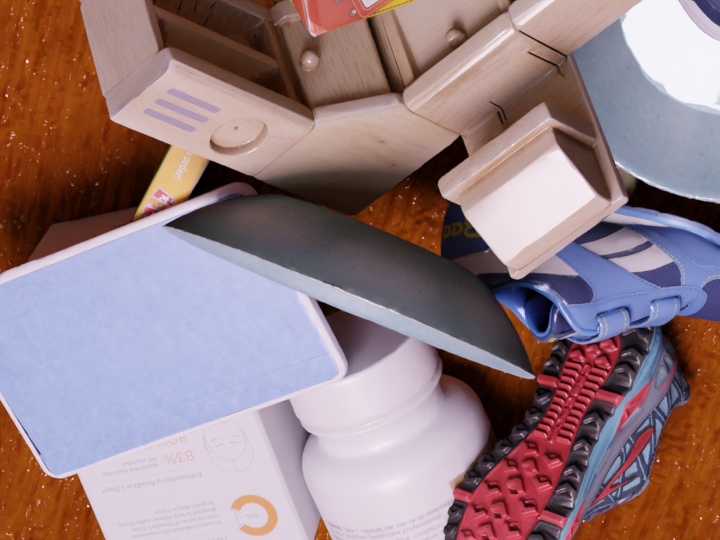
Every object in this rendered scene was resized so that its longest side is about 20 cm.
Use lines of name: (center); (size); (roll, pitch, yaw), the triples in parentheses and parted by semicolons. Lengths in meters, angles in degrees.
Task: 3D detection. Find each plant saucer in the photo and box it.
plant saucer: (0.000, 0.000, 1.124); (0.200, 0.201, 0.039); (21, 87, 0)
plant saucer: (0.195, -0.136, 1.175); (0.200, 0.039, 0.202); (4, 114, 8)

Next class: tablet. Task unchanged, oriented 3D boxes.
tablet: (-0.119, 0.036, 1.256); (0.199, 0.014, 0.131); (-20, 113, 19)

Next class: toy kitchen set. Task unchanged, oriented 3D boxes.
toy kitchen set: (0.015, -0.096, 1.041); (0.200, 0.164, 0.180); (-36, 145, 28)

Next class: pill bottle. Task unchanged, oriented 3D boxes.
pill bottle: (0.030, 0.124, 1.329); (0.114, 0.115, 0.201); (-15, 115, 19)

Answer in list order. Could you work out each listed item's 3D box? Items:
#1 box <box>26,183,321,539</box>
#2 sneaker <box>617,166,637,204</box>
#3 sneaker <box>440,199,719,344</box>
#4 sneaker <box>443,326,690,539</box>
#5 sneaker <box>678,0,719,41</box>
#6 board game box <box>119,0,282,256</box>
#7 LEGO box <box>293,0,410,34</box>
box: (-0.107, 0.068, 1.336); (0.124, 0.098, 0.201); (-11, 116, 17)
sneaker: (0.071, -0.093, 1.211); (0.077, 0.089, 0.200); (-38, 106, 27)
sneaker: (0.131, 0.007, 1.225); (0.199, 0.083, 0.074); (14, 163, -14)
sneaker: (0.127, 0.119, 1.279); (0.079, 0.200, 0.096); (23, 164, 48)
sneaker: (0.168, -0.212, 1.057); (0.070, 0.109, 0.201); (-7, 80, 2)
board game box: (-0.080, -0.091, 1.241); (0.030, 0.096, 0.200); (30, 121, -7)
LEGO box: (0.038, -0.198, 0.997); (0.199, 0.149, 0.077); (-20, 130, -13)
